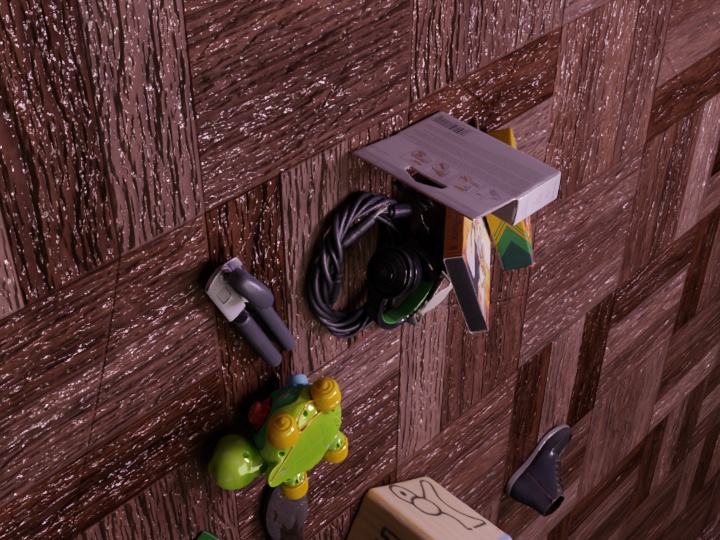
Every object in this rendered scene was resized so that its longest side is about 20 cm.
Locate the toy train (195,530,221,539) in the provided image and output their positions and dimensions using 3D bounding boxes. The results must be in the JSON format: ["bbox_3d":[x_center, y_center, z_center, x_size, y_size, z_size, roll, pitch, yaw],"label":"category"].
[{"bbox_3d":[-0.195,0.428,1.416,0.057,0.041,0.202,-50,147,-32],"label":"toy train"}]

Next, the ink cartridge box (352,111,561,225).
[{"bbox_3d":[0.116,-0.116,1.260,0.175,0.199,0.045,-29,138,-37],"label":"ink cartridge box"}]

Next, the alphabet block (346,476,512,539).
[{"bbox_3d":[0.100,0.484,1.697,0.194,0.199,0.199,6,110,-53],"label":"alphabet block"}]

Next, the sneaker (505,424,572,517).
[{"bbox_3d":[0.399,0.416,2.115,0.200,0.106,0.075,-45,144,-20],"label":"sneaker"}]

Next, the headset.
[{"bbox_3d":[0.055,-0.018,1.315,0.123,0.094,0.202,-26,144,-40],"label":"headset"}]

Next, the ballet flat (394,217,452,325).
[{"bbox_3d":[0.119,-0.006,1.469,0.201,0.063,0.067,-53,146,-10],"label":"ballet flat"}]

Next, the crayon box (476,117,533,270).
[{"bbox_3d":[0.205,-0.108,1.458,0.201,0.050,0.128,62,25,-53],"label":"crayon box"}]

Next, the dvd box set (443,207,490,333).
[{"bbox_3d":[0.144,-0.040,1.367,0.202,0.029,0.147,-82,157,-43],"label":"dvd box set"}]

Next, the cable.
[{"bbox_3d":[0.000,0.000,1.332,0.162,0.051,0.202,0,115,-52],"label":"cable"}]

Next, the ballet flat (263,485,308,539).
[{"bbox_3d":[-0.106,0.372,1.489,0.066,0.047,0.202,-11,124,-10],"label":"ballet flat"}]

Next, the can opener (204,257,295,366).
[{"bbox_3d":[-0.119,0.057,1.205,0.053,0.067,0.201,-48,144,-14],"label":"can opener"}]

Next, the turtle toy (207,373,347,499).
[{"bbox_3d":[-0.103,0.213,1.314,0.199,0.101,0.147,-37,141,-29],"label":"turtle toy"}]
